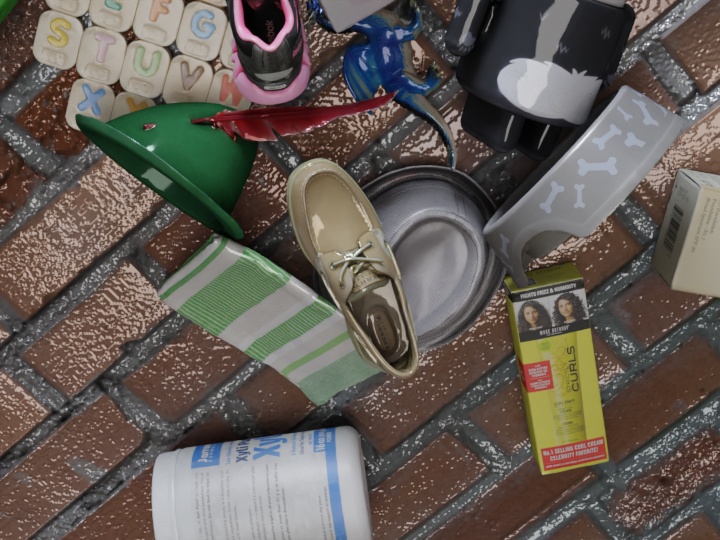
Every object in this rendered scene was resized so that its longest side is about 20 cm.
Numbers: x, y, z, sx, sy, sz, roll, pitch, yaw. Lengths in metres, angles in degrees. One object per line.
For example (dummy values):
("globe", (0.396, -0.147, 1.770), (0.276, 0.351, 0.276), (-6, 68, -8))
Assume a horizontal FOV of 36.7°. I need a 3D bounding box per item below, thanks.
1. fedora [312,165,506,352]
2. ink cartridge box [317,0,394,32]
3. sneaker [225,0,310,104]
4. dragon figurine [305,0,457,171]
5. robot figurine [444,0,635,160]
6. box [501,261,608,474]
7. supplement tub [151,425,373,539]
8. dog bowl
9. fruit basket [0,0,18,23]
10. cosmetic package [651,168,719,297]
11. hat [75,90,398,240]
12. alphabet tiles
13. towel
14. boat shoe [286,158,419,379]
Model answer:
("fedora", (0.050, 0.004, 1.003), (0.177, 0.090, 0.200), (36, 105, -13))
("ink cartridge box", (0.011, -0.301, 0.820), (0.162, 0.057, 0.200), (-29, 143, 0))
("sneaker", (-0.084, -0.240, 0.877), (0.079, 0.095, 0.201), (-13, 74, -1))
("dragon figurine", (0.017, -0.175, 0.955), (0.099, 0.059, 0.201), (-19, 109, 5))
("robot figurine", (0.154, -0.199, 0.920), (0.124, 0.150, 0.201), (25, 110, 16))
("box", (0.192, 0.097, 1.063), (0.075, 0.050, 0.201), (-11, 110, 1))
("supplement tub", (-0.092, 0.228, 1.058), (0.199, 0.132, 0.133), (-7, 110, 0))
("dog bowl", (0.184, -0.076, 0.931), (0.059, 0.200, 0.200), (43, 103, -1))
("fruit basket", (-0.387, -0.254, 0.877), (0.215, 0.155, 0.217), (-3, 99, -16))
("cosmetic package", (0.388, -0.023, 1.016), (0.199, 0.073, 0.104), (9, 109, -4))
("hat", (-0.117, -0.139, 0.948), (0.200, 0.166, 0.176), (37, 81, -16))
("alphabet tiles", (-0.185, -0.202, 0.962), (0.199, 0.015, 0.196), (18, 108, -8))
("towel", (-0.081, 0.049, 1.008), (0.200, 0.023, 0.152), (36, 144, -14))
("boat shoe", (0.000, 0.000, 0.911), (0.072, 0.065, 0.201), (-26, 108, -10))
